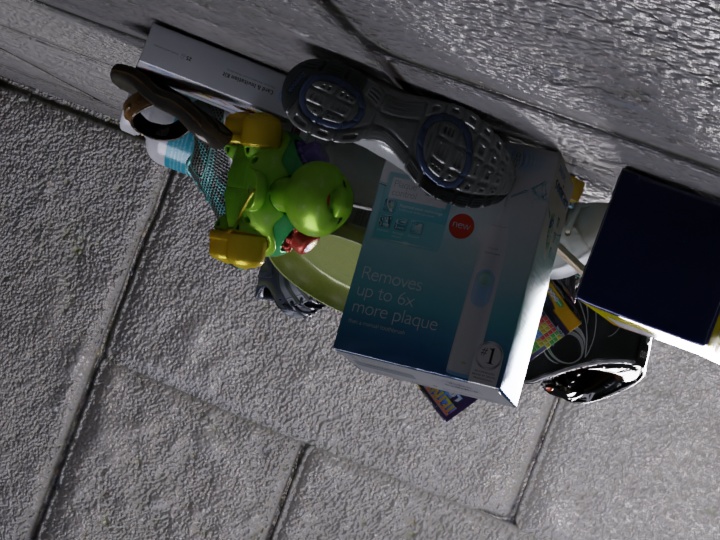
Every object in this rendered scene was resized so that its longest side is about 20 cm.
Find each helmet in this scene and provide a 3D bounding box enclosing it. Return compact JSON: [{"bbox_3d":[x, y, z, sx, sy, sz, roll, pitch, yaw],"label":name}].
[{"bbox_3d":[0.251,0.048,2.031,0.198,0.192,0.200,-7,158,-3],"label":"helmet"}]

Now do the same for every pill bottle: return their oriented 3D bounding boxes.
[{"bbox_3d":[-0.164,-0.154,1.891,0.198,0.112,0.111,21,179,1],"label":"pill bottle"}]

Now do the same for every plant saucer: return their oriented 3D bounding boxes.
[{"bbox_3d":[0.000,0.000,1.725,0.198,0.031,0.200,20,158,9],"label":"plant saucer"}]

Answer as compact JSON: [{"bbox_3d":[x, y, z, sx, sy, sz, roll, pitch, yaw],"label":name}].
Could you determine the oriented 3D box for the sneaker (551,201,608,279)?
[{"bbox_3d":[0.163,-0.040,1.605,0.199,0.073,0.085,-13,127,43],"label":"sneaker"}]

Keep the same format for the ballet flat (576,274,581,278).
[{"bbox_3d":[0.181,-0.054,1.709,0.199,0.070,0.071,25,-163,-7],"label":"ballet flat"}]

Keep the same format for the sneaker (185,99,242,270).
[{"bbox_3d":[-0.145,-0.100,1.821,0.090,0.202,0.078,10,-155,25],"label":"sneaker"}]

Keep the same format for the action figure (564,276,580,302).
[{"bbox_3d":[0.213,-0.010,1.847,0.198,0.103,0.119,12,-163,7],"label":"action figure"}]

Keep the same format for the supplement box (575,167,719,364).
[{"bbox_3d":[0.255,0.001,1.367,0.108,0.110,0.200,21,179,18],"label":"supplement box"}]

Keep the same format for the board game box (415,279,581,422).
[{"bbox_3d":[0.134,0.059,1.704,0.057,0.165,0.200,51,-171,-8],"label":"board game box"}]

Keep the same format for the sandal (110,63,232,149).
[{"bbox_3d":[-0.190,-0.148,1.627,0.081,0.055,0.200,28,-175,-43],"label":"sandal"}]

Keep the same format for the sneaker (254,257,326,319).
[{"bbox_3d":[-0.049,0.021,1.906,0.074,0.082,0.199,19,-179,-37],"label":"sneaker"}]

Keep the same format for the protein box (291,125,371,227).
[{"bbox_3d":[0.018,-0.071,1.846,0.198,0.136,0.199,21,180,9],"label":"protein box"}]

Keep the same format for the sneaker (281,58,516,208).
[{"bbox_3d":[0.034,-0.116,1.337,0.199,0.075,0.087,28,-169,-6],"label":"sneaker"}]

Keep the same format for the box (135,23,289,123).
[{"bbox_3d":[-0.139,-0.186,1.640,0.155,0.042,0.200,21,178,-10],"label":"box"}]

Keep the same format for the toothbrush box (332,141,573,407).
[{"bbox_3d":[0.079,-0.006,1.393,0.145,0.202,0.085,13,168,18],"label":"toothbrush box"}]

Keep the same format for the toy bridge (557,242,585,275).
[{"bbox_3d":[0.239,-0.013,1.509,0.198,0.068,0.027,14,179,-10],"label":"toy bridge"}]

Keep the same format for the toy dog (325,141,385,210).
[{"bbox_3d":[0.015,-0.098,1.650,0.199,0.132,0.097,10,141,43],"label":"toy dog"}]

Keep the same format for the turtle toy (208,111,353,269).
[{"bbox_3d":[-0.073,-0.071,1.584,0.100,0.147,0.200,7,-177,-19],"label":"turtle toy"}]

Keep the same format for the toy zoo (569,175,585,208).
[{"bbox_3d":[0.114,-0.099,1.524,0.199,0.021,0.131,21,179,-22],"label":"toy zoo"}]
